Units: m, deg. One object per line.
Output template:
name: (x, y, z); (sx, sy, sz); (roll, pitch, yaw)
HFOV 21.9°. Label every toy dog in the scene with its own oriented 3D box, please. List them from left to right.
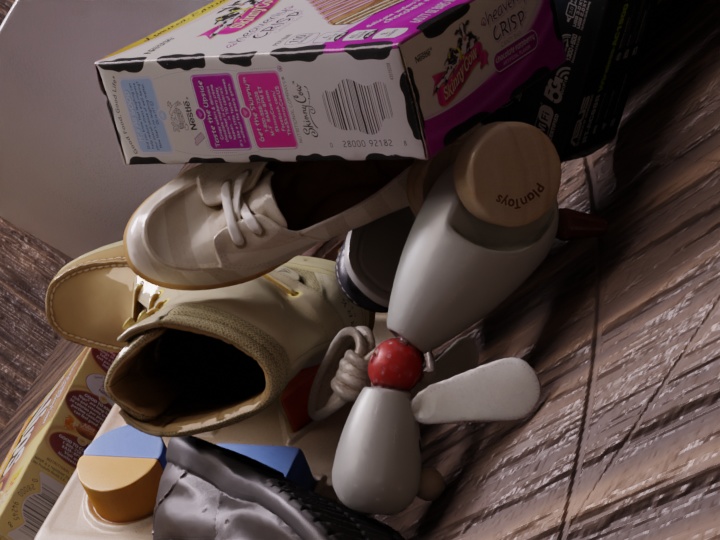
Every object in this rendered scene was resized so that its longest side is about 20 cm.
toy dog: (0.058, 0.023, 0.907); (0.132, 0.096, 0.201); (-111, 44, -68)

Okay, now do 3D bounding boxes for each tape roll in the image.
tape roll: (-0.172, -0.114, 1.208); (0.203, 0.139, 0.203); (-57, 10, 15)

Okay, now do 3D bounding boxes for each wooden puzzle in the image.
wooden puzzle: (-0.079, 0.094, 1.058); (0.184, 0.046, 0.201); (1, 46, 26)

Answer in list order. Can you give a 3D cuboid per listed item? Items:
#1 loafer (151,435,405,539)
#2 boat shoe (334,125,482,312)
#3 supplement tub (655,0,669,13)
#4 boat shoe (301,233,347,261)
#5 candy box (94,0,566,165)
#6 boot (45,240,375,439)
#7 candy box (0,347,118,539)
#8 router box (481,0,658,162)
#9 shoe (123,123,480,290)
loafer: (-0.043, 0.139, 0.912); (0.200, 0.073, 0.072); (18, 86, 59)
boat shoe: (0.033, -0.023, 1.060); (0.060, 0.074, 0.200); (-40, 7, 37)
supplement tub: (0.110, -0.187, 1.094); (0.200, 0.144, 0.145); (-44, 15, 43)
boat shoe: (0.000, 0.000, 1.171); (0.200, 0.067, 0.072); (-51, -33, -13)
candy box: (-0.016, -0.106, 0.944); (0.199, 0.061, 0.136); (0, 25, 38)
boot: (-0.109, 0.035, 1.007); (0.155, 0.199, 0.073); (-36, -51, -64)
candy box: (-0.205, 0.143, 1.198); (0.115, 0.055, 0.200); (-47, 13, 35)
router box: (0.085, -0.178, 0.974); (0.062, 0.150, 0.201); (-23, -44, -48)
shoe: (-0.029, -0.046, 0.959); (0.199, 0.070, 0.053); (-20, -17, -10)
